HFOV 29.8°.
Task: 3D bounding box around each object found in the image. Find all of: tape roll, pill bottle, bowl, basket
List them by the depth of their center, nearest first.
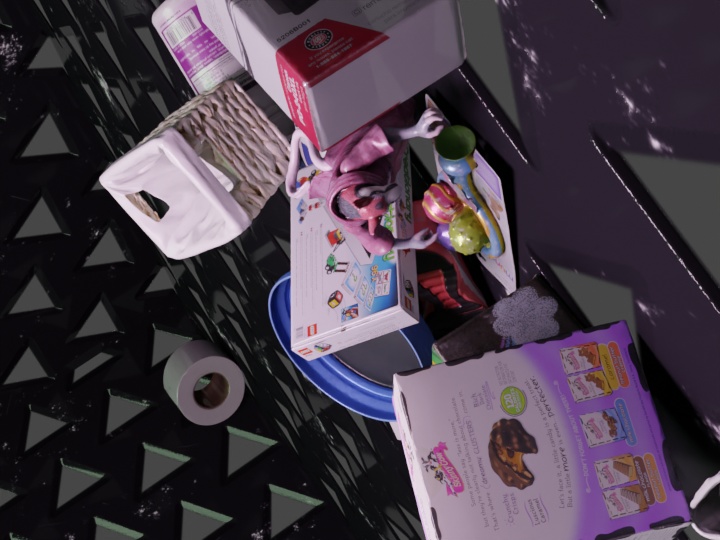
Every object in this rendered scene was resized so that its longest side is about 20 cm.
[{"bbox_3d":[-0.004,0.070,1.390,0.199,0.039,0.202,27,144,21],"label":"bowl"},{"bbox_3d":[-0.177,-0.111,1.488,0.136,0.124,0.199,48,152,-15],"label":"basket"},{"bbox_3d":[-0.143,-0.231,1.543,0.202,0.111,0.112,59,167,-5],"label":"pill bottle"},{"bbox_3d":[-0.436,0.311,3.763,0.139,0.201,0.204,35,155,60],"label":"tape roll"}]

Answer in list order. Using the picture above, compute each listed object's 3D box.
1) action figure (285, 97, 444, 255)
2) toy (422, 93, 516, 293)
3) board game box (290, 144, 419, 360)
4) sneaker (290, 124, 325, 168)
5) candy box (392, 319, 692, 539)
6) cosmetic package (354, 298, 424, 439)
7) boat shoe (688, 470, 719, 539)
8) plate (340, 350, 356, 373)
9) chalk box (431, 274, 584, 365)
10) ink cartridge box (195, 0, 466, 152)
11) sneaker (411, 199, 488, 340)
[{"bbox_3d":[-0.002,-0.088,1.154,0.200,0.146,0.136,-77,-9,-67],"label":"action figure"},{"bbox_3d":[0.088,-0.055,1.227,0.116,0.047,0.201,52,166,31],"label":"toy"},{"bbox_3d":[-0.009,-0.025,1.290,0.035,0.125,0.203,38,-139,-46],"label":"board game box"},{"bbox_3d":[-0.021,-0.117,1.423,0.200,0.080,0.116,52,169,29],"label":"sneaker"},{"bbox_3d":[0.138,0.148,1.074,0.072,0.197,0.170,91,166,-67],"label":"candy box"},{"bbox_3d":[0.061,0.083,1.477,0.084,0.108,0.202,1,132,35],"label":"cosmetic package"},{"bbox_3d":[0.287,0.164,0.951,0.074,0.065,0.200,54,167,13],"label":"boat shoe"},{"bbox_3d":[0.000,0.000,1.521,0.201,0.032,0.202,-70,-38,-51],"label":"plate"},{"bbox_3d":[0.167,0.133,1.202,0.201,0.124,0.124,53,167,24],"label":"chalk box"},{"bbox_3d":[-0.032,-0.213,1.080,0.200,0.144,0.084,49,166,33],"label":"ink cartridge box"},{"bbox_3d":[0.086,0.000,1.366,0.201,0.073,0.088,59,-157,-54],"label":"sneaker"}]
